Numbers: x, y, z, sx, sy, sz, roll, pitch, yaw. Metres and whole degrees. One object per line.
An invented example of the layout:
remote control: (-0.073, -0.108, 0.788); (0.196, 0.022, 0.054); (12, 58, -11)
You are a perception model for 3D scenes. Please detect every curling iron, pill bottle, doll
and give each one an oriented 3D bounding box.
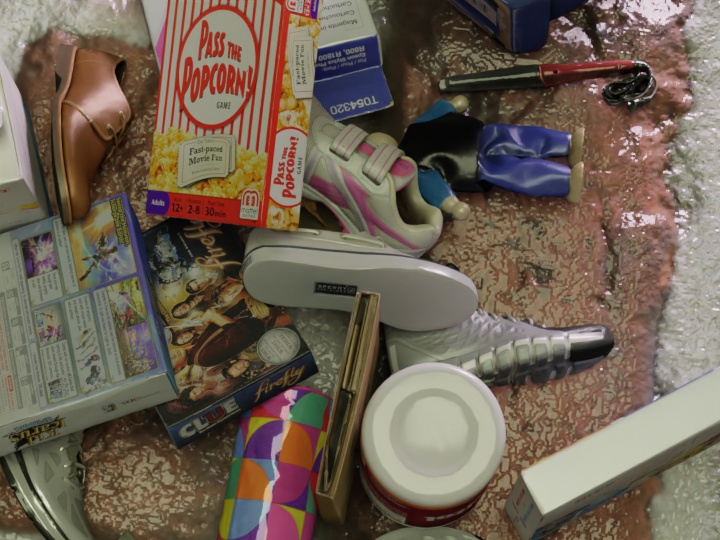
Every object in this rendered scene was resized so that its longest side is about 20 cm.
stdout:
curling iron: (0.169, -0.170, 1.691); (0.199, 0.026, 0.050); (2, 52, -1)
pill bottle: (0.055, 0.148, 1.524); (0.112, 0.200, 0.114); (0, 76, -1)
doll: (0.096, -0.097, 1.660); (0.199, 0.049, 0.137); (5, 55, 3)

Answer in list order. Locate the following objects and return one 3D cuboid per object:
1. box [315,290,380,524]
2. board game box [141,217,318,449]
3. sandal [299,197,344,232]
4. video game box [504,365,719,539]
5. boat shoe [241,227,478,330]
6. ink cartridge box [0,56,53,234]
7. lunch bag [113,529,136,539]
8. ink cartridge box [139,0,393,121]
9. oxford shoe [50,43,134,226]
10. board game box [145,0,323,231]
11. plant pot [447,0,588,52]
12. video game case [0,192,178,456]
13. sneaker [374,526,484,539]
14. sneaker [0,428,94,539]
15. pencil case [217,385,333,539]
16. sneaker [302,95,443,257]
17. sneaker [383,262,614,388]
box: (-0.009, 0.118, 1.531); (0.021, 0.200, 0.164); (11, 76, 3)
board game box: (-0.139, 0.040, 1.594); (0.135, 0.035, 0.200); (-29, 53, -8)
sandal: (-0.062, -0.091, 1.658); (0.080, 0.054, 0.201); (-20, 77, -6)
video game box: (0.218, 0.150, 1.535); (0.199, 0.182, 0.047); (-27, 74, -7)
boat shoe: (0.000, 0.000, 1.574); (0.199, 0.072, 0.066); (5, 43, -5)
ink cartridge box: (-0.344, -0.100, 1.582); (0.128, 0.200, 0.126); (-13, 76, -4)
lunch bag: (-0.198, 0.330, 1.516); (0.164, 0.118, 0.200); (-37, 81, -11)
ink cartridge box: (-0.088, -0.213, 1.675); (0.195, 0.043, 0.201); (-15, 62, -5)
oxford shoe: (-0.233, -0.122, 1.629); (0.071, 0.071, 0.201); (3, 51, -5)
board game box: (-0.106, -0.139, 1.567); (0.151, 0.046, 0.201); (6, 91, 45)
plant pot: (0.138, -0.315, 1.649); (0.200, 0.200, 0.180); (40, 86, 9)
video game case: (-0.258, 0.047, 1.569); (0.181, 0.046, 0.201); (-19, 52, 2)
sneaker: (0.021, 0.302, 1.558); (0.199, 0.147, 0.080); (-11, 32, -38)
sneaker: (-0.247, 0.141, 1.586); (0.115, 0.076, 0.201); (-29, 75, -6)
pencil case: (-0.074, 0.195, 1.574); (0.088, 0.088, 0.201); (10, 78, 2)
sneaker: (0.001, -0.086, 1.604); (0.200, 0.088, 0.081); (49, 38, -17)
sneaker: (0.113, 0.041, 1.619); (0.199, 0.075, 0.116); (-11, 67, -9)
